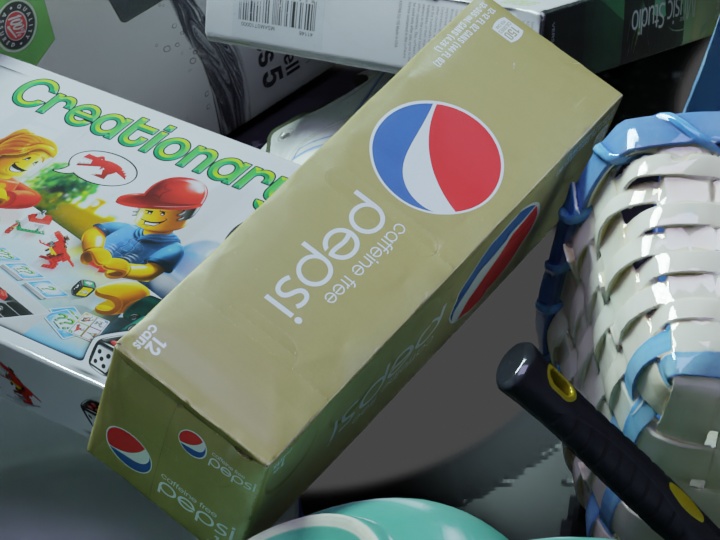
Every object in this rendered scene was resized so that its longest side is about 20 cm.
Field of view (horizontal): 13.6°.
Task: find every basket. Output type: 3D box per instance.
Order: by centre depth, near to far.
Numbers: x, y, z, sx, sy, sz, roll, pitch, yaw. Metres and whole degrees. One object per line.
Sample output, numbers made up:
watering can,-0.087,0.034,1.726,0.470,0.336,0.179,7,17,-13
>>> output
basket,0.131,0.001,1.038,0.138,0.177,0.201,1,54,-7

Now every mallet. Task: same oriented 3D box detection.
mallet,0.115,0.085,0.941,0.041,0.200,0.066,-32,19,32

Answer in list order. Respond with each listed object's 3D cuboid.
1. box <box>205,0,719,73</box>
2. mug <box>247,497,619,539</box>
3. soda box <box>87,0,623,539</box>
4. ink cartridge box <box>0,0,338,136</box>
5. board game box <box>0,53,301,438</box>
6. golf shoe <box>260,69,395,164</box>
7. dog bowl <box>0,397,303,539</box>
box,0.048,-0.110,1.210,0.144,0.037,0.200,12,17,26
mug,0.010,0.133,0.910,0.185,0.115,0.152,-44,28,-14
soda box,0.000,0.000,0.985,0.064,0.068,0.200,36,56,12
ink cartridge box,-0.100,-0.120,1.242,0.200,0.146,0.084,-34,46,-23
board game box,-0.102,-0.008,1.080,0.199,0.035,0.126,21,49,35
golf shoe,-0.010,-0.018,1.170,0.097,0.079,0.200,11,36,33
dog bowl,-0.116,0.106,1.042,0.199,0.079,0.201,-7,41,6
